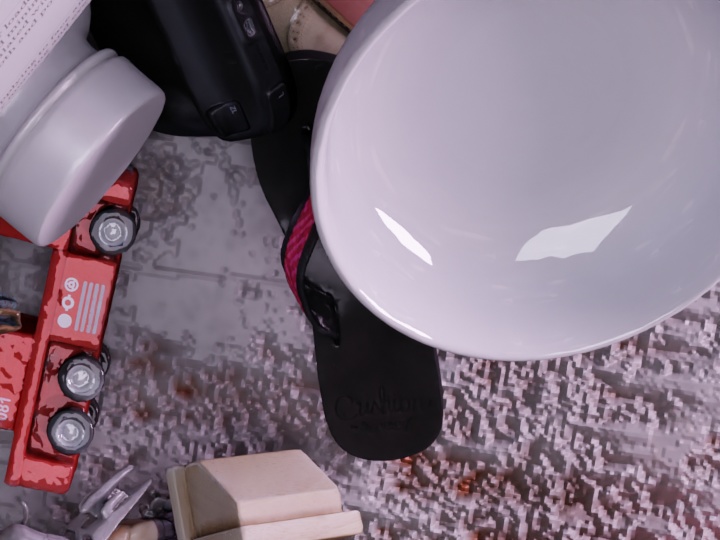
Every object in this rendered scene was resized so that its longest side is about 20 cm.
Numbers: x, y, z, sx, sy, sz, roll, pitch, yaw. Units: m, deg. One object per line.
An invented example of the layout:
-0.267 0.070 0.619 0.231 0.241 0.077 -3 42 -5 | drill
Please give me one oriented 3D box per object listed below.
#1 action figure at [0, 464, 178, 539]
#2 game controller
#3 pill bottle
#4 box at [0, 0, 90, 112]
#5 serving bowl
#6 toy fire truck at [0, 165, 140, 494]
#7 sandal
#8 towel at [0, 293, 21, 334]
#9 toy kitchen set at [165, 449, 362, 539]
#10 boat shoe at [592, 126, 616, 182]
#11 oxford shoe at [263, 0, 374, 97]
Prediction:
-0.098 0.173 0.856 0.130 0.069 0.200 -49 114 -13 | action figure
-0.094 -0.141 0.783 0.042 0.104 0.201 -36 118 -27 | game controller
-0.181 -0.103 0.783 0.200 0.111 0.111 40 93 2 | pill bottle
-0.207 -0.127 0.664 0.200 0.131 0.199 38 84 2 | box
0.074 -0.061 0.781 0.199 0.066 0.201 -5 127 -7 | serving bowl
-0.182 0.037 0.853 0.140 0.049 0.201 12 96 -6 | toy fire truck
0.000 0.000 0.845 0.075 0.045 0.201 -9 112 8 | sandal
-0.221 0.026 0.696 0.146 0.200 0.022 -12 86 9 | towel
0.019 0.139 0.794 0.199 0.180 0.164 -2 75 -42 | toy kitchen set
0.116 -0.064 0.862 0.199 0.062 0.075 8 96 -8 | boat shoe
-0.075 -0.138 0.829 0.200 0.070 0.075 37 99 -9 | oxford shoe
